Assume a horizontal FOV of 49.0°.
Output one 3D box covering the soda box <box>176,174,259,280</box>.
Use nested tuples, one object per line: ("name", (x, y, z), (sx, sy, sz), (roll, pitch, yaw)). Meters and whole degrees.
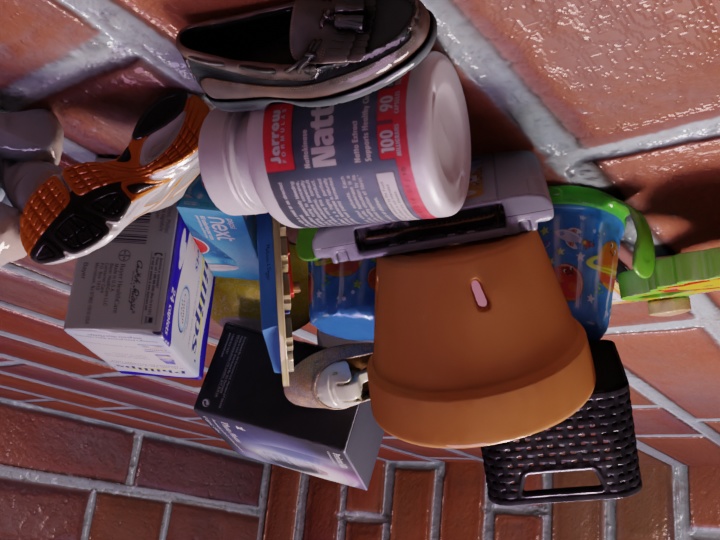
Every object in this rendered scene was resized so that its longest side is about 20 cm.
("soda box", (-0.142, -0.052, 0.858), (0.066, 0.065, 0.201), (5, 160, 2))

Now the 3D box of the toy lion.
("toy lion", (0.346, 0.003, 0.788), (0.190, 0.070, 0.198), (2, 169, -45))

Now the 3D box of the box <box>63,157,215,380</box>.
("box", (-0.229, 0.007, 0.870), (0.103, 0.188, 0.200), (4, 161, 1))

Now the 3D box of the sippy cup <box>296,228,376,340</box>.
("sippy cup", (0.000, 0.000, 0.838), (0.175, 0.133, 0.139), (13, 160, -21))

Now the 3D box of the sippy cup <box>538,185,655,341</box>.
("sippy cup", (0.202, 0.002, 0.805), (0.137, 0.133, 0.178), (8, 161, -4))

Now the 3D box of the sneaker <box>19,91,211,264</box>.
("sneaker", (-0.203, -0.067, 0.702), (0.199, 0.076, 0.092), (-36, 168, -5))

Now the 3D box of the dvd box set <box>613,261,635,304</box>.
("dvd box set", (0.223, 0.013, 0.976), (0.197, 0.030, 0.145), (-9, 154, 38))

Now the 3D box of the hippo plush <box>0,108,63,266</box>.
("hippo plush", (-0.371, -0.067, 0.744), (0.196, 0.162, 0.161), (12, 159, -18))

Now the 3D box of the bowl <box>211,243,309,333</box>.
("bowl", (-0.138, 0.042, 1.053), (0.196, 0.110, 0.201), (5, 161, 2))

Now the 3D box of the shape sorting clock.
("shape sorting clock", (-0.083, 0.020, 0.840), (0.038, 0.204, 0.200), (-5, 161, -2))

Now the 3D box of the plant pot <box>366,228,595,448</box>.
("plant pot", (0.093, 0.038, 0.678), (0.196, 0.143, 0.200), (-11, -164, 3))

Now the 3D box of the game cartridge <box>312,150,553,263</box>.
("game cartridge", (0.062, -0.059, 0.688), (0.196, 0.134, 0.042), (-10, 117, 11))

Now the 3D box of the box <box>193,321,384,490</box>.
("box", (-0.077, 0.177, 1.002), (0.195, 0.125, 0.201), (11, 155, 15))

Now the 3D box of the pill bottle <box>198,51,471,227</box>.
("pill bottle", (-0.022, -0.095, 0.619), (0.196, 0.122, 0.119), (-4, 158, 24))

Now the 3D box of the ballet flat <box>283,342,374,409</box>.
("ballet flat", (0.009, 0.112, 0.862), (0.196, 0.069, 0.067), (-18, -163, 1))

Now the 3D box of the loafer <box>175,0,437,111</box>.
("loafer", (-0.046, -0.155, 0.544), (0.197, 0.073, 0.063), (-4, 151, 33))

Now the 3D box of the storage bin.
("storage bin", (0.187, 0.137, 0.758), (0.133, 0.096, 0.200), (-9, -174, 15))

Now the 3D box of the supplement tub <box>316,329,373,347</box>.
("supplement tub", (0.017, 0.103, 1.116), (0.142, 0.148, 0.200), (3, 161, 10))
